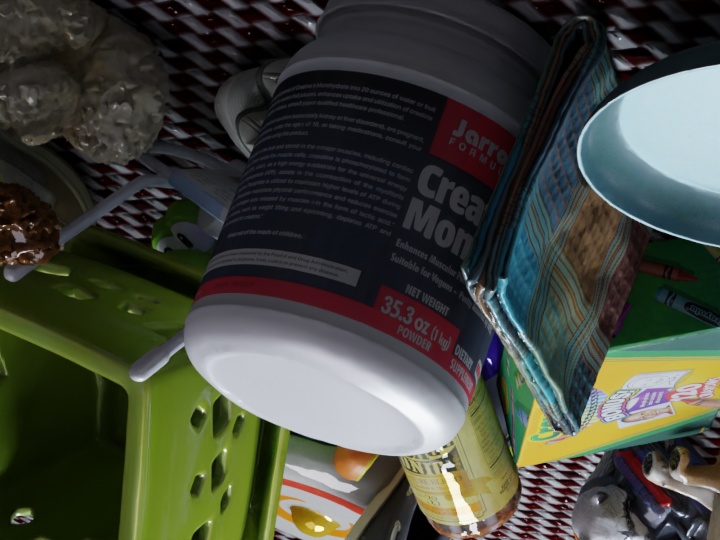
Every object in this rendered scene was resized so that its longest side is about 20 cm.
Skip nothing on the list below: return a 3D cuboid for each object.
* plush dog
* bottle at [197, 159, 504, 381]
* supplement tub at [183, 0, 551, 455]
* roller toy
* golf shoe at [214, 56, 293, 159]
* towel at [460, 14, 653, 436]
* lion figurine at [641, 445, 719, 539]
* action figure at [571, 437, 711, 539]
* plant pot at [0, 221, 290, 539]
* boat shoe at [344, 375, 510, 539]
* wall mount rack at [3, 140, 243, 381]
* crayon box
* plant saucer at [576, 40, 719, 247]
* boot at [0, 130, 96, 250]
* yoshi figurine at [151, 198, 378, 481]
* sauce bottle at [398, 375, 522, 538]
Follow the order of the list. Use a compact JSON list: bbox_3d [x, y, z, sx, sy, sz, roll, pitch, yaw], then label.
[{"bbox_3d":[-0.221,-0.087,1.341,0.200,0.172,0.160,15,160,16],"label":"plush dog"},{"bbox_3d":[0.000,0.000,1.515,0.200,0.065,0.084,28,153,-20],"label":"bottle"},{"bbox_3d":[0.010,-0.025,1.238,0.140,0.200,0.140,18,161,7],"label":"supplement tub"},{"bbox_3d":[-0.012,0.111,1.712,0.182,0.140,0.200,28,160,-20],"label":"roller toy"},{"bbox_3d":[0.007,-0.052,1.392,0.200,0.078,0.097,37,171,-25],"label":"golf shoe"},{"bbox_3d":[0.104,-0.017,1.247,0.022,0.147,0.200,15,161,23],"label":"towel"},{"bbox_3d":[0.228,0.168,1.518,0.122,0.200,0.072,16,161,-17],"label":"lion figurine"},{"bbox_3d":[0.211,0.178,1.631,0.193,0.105,0.200,17,-152,-39],"label":"action figure"},{"bbox_3d":[-0.146,0.090,1.449,0.199,0.200,0.181,21,-155,29],"label":"plant pot"},{"bbox_3d":[0.061,0.128,1.598,0.073,0.200,0.063,30,-176,-34],"label":"boat shoe"},{"bbox_3d":[-0.078,-0.002,1.363,0.174,0.075,0.200,1,-157,-45],"label":"wall mount rack"},{"bbox_3d":[0.144,0.046,1.435,0.119,0.058,0.200,-10,160,-4],"label":"crayon box"},{"bbox_3d":[0.199,-0.059,1.171,0.200,0.027,0.200,6,158,2],"label":"plant saucer"},{"bbox_3d":[-0.244,-0.018,1.573,0.072,0.155,0.200,12,160,27],"label":"boot"},{"bbox_3d":[-0.060,0.046,1.565,0.200,0.112,0.112,42,-172,0],"label":"yoshi figurine"},{"bbox_3d":[0.038,0.067,1.481,0.066,0.066,0.200,6,135,35],"label":"sauce bottle"}]
